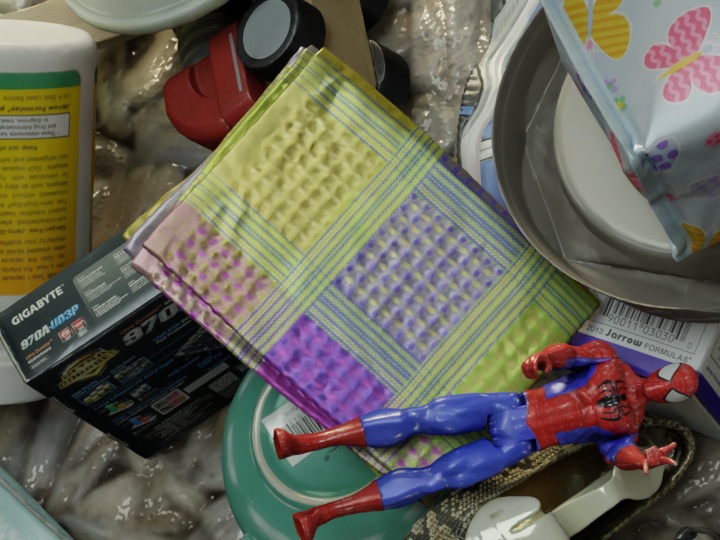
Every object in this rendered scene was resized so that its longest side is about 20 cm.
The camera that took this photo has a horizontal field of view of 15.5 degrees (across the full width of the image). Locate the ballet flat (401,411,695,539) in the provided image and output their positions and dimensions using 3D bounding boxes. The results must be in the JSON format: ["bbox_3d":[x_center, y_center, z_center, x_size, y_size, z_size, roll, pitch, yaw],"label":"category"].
[{"bbox_3d":[0.091,0.117,1.271,0.075,0.200,0.068,-18,99,50],"label":"ballet flat"}]

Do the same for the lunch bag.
[{"bbox_3d":[0.164,-0.136,1.190,0.169,0.127,0.200,-26,56,7],"label":"lunch bag"}]

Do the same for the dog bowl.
[{"bbox_3d":[0.166,-0.066,1.263,0.200,0.059,0.200,-8,66,18],"label":"dog bowl"}]

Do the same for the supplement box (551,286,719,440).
[{"bbox_3d":[0.171,-0.029,1.336,0.101,0.103,0.200,19,78,27],"label":"supplement box"}]

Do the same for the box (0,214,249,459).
[{"bbox_3d":[-0.072,0.011,1.385,0.200,0.159,0.046,-34,64,6],"label":"box"}]

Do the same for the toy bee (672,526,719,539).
[{"bbox_3d":[0.125,0.208,1.267,0.200,0.109,0.131,-13,51,50],"label":"toy bee"}]

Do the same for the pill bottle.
[{"bbox_3d":[-0.203,-0.033,1.451,0.113,0.113,0.200,9,104,25],"label":"pill bottle"}]

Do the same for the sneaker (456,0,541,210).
[{"bbox_3d":[0.103,-0.095,1.405,0.077,0.076,0.200,5,76,23],"label":"sneaker"}]

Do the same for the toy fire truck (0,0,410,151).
[{"bbox_3d":[-0.096,-0.132,1.492,0.200,0.129,0.176,-32,53,30],"label":"toy fire truck"}]

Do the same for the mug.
[{"bbox_3d":[0.004,0.109,1.340,0.152,0.114,0.185,1,69,23],"label":"mug"}]

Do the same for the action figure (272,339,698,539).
[{"bbox_3d":[0.066,0.074,1.211,0.200,0.099,0.065,-15,89,-8],"label":"action figure"}]

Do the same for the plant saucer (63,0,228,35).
[{"bbox_3d":[-0.103,-0.226,1.449,0.200,0.050,0.200,-20,52,27],"label":"plant saucer"}]

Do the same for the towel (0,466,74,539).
[{"bbox_3d":[-0.260,0.165,1.440,0.200,0.048,0.171,38,87,32],"label":"towel"}]

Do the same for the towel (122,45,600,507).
[{"bbox_3d":[0.000,0.000,1.278,0.200,0.023,0.144,41,84,6],"label":"towel"}]
